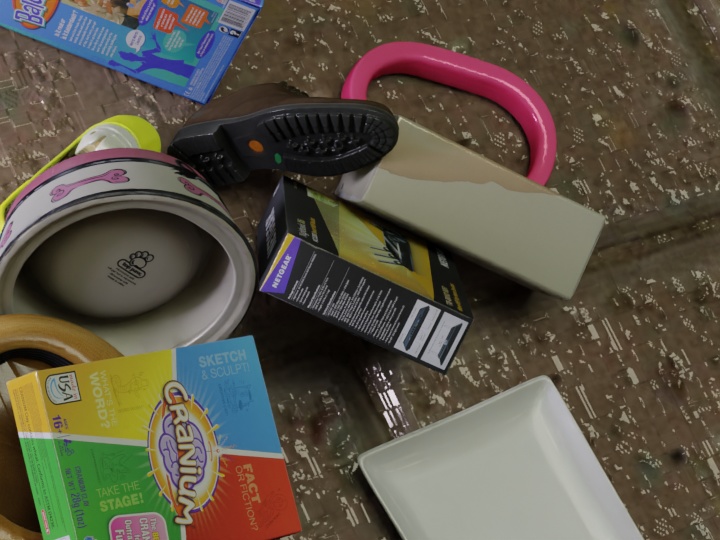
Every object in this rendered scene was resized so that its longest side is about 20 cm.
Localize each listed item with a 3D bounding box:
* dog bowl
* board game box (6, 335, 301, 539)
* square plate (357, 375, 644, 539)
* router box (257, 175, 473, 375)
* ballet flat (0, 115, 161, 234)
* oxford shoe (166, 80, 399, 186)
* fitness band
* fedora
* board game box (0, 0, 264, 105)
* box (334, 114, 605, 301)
[{"bbox_3d":[-0.181,-0.008,1.628,0.199,0.201,0.074,5,42,-20],"label":"dog bowl"},{"bbox_3d":[-0.144,0.135,1.560,0.199,0.040,0.154,-9,81,-44],"label":"board game box"},{"bbox_3d":[0.119,0.203,1.734,0.197,0.028,0.201,-21,73,-31],"label":"square plate"},{"bbox_3d":[0.000,0.000,1.706,0.157,0.052,0.200,24,12,-10],"label":"router box"},{"bbox_3d":[-0.220,-0.068,1.712,0.067,0.067,0.200,43,55,5],"label":"ballet flat"},{"bbox_3d":[-0.057,-0.122,1.753,0.199,0.073,0.085,0,44,26],"label":"oxford shoe"},{"bbox_3d":[0.077,-0.125,1.887,0.199,0.037,0.144,16,58,-16],"label":"fitness band"},{"bbox_3d":[-0.240,0.133,1.586,0.200,0.082,0.202,9,68,-24],"label":"fedora"},{"bbox_3d":[-0.189,-0.222,1.757,0.199,0.152,0.045,21,57,-12],"label":"board game box"},{"bbox_3d":[0.090,-0.052,1.795,0.199,0.095,0.078,25,88,-17],"label":"box"}]
